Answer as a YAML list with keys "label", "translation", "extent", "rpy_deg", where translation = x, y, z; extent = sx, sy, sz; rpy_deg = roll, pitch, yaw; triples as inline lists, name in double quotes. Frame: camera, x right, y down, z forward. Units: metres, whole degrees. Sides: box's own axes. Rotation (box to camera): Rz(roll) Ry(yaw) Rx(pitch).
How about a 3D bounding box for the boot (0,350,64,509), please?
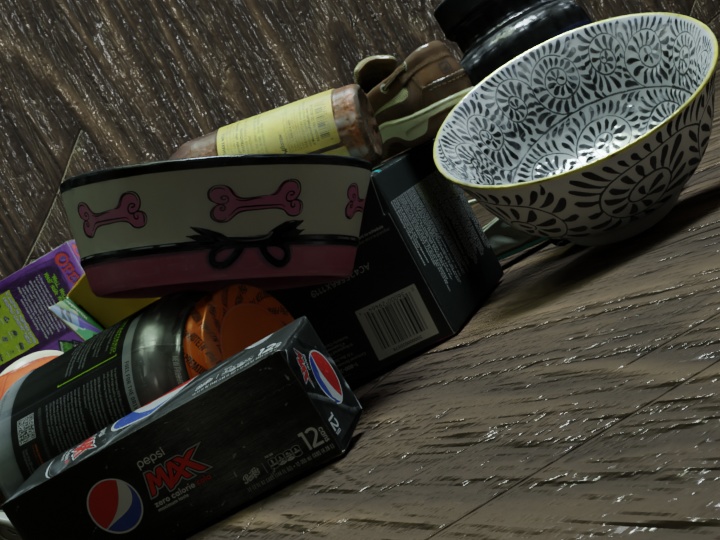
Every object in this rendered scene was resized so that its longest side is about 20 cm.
- label: "boot"
  translation: [-0.241, 0.119, 1.231]
  extent: [0.107, 0.075, 0.200]
  rpy_deg: [17, 33, 31]

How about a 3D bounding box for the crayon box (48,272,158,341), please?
- label: "crayon box"
  translation: [-0.133, 0.031, 1.288]
  extent: [0.052, 0.126, 0.200]
  rpy_deg: [-49, -2, 17]

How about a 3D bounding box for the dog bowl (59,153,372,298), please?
- label: "dog bowl"
  translation: [-0.089, -0.025, 1.113]
  extent: [0.199, 0.074, 0.200]
  rpy_deg: [-4, -4, 0]

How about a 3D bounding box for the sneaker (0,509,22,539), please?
- label: "sneaker"
  translation: [-0.253, 0.187, 1.101]
  extent: [0.200, 0.075, 0.106]
  rpy_deg: [-30, 2, 28]

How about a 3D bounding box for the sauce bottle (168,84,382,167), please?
- label: "sauce bottle"
  translation: [-0.085, -0.075, 1.246]
  extent: [0.199, 0.066, 0.066]
  rpy_deg: [-16, 6, 12]

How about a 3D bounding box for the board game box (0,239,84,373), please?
- label: "board game box"
  translation: [-0.246, 0.089, 1.494]
  extent: [0.120, 0.200, 0.032]
  rpy_deg: [-28, 2, 14]

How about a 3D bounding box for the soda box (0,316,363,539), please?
- label: "soda box"
  translation: [-0.101, 0.106, 0.996]
  extent: [0.200, 0.071, 0.063]
  rpy_deg: [-29, 8, 18]

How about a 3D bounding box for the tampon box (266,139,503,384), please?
- label: "tampon box"
  translation: [0.000, 0.000, 1.299]
  extent: [0.150, 0.127, 0.200]
  rpy_deg: [-26, 3, 18]

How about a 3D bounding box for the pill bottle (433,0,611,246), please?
- label: "pill bottle"
  translation: [0.141, -0.129, 1.303]
  extent: [0.112, 0.200, 0.112]
  rpy_deg: [-30, -5, -3]

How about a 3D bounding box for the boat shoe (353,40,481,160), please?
- label: "boat shoe"
  translation: [0.025, -0.128, 1.320]
  extent: [0.075, 0.075, 0.202]
  rpy_deg: [-27, 4, -28]

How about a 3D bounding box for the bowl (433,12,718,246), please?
- label: "bowl"
  translation: [0.157, -0.079, 1.174]
  extent: [0.200, 0.094, 0.201]
  rpy_deg: [-22, 28, 12]

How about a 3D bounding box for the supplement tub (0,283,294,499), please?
- label: "supplement tub"
  translation: [-0.131, 0.089, 1.109]
  extent: [0.200, 0.123, 0.122]
  rpy_deg: [-28, 4, 36]

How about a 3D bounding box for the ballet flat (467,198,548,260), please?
- label: "ballet flat"
  translation: [0.077, -0.016, 1.461]
  extent: [0.200, 0.064, 0.067]
  rpy_deg: [-30, 3, 0]
